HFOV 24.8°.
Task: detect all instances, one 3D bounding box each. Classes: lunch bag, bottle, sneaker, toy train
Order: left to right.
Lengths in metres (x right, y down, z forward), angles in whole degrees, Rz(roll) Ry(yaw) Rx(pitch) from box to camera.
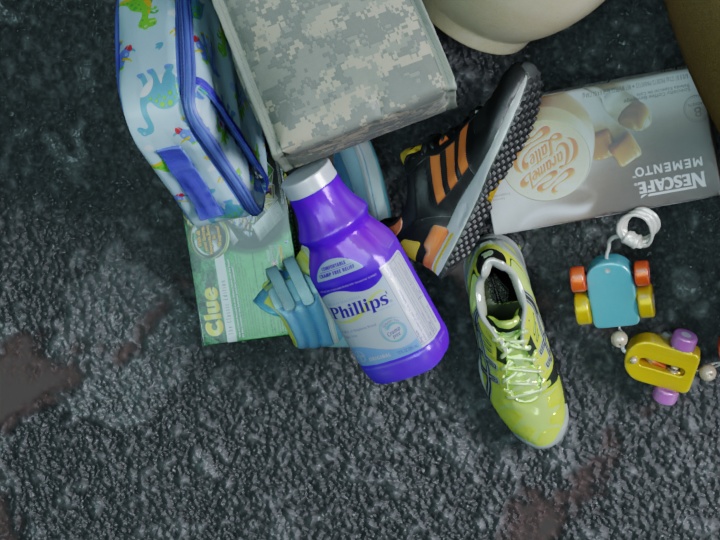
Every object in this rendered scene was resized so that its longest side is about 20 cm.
[{"bbox_3d":[-0.141,-0.138,1.402,0.082,0.200,0.162,-11,60,12],"label":"lunch bag"},{"bbox_3d":[-0.037,-0.021,1.472,0.130,0.080,0.201,-7,96,-7],"label":"sneaker"},{"bbox_3d":[-0.030,-0.204,1.340,0.163,0.118,0.201,-21,86,2],"label":"lunch bag"},{"bbox_3d":[0.000,0.000,1.404,0.083,0.065,0.201,-17,112,31],"label":"bottle"},{"bbox_3d":[0.079,-0.096,1.383,0.090,0.070,0.201,30,113,15],"label":"sneaker"},{"bbox_3d":[0.133,0.068,1.469,0.075,0.076,0.201,-19,95,10],"label":"sneaker"},{"bbox_3d":[0.280,0.031,1.436,0.200,0.056,0.150,40,116,-8],"label":"toy train"}]

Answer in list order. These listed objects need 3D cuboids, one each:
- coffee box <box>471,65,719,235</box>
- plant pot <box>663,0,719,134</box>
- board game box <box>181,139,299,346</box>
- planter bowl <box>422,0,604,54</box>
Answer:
[{"bbox_3d":[0.207,-0.106,1.428,0.199,0.080,0.115,-9,97,12],"label":"coffee box"},{"bbox_3d":[0.333,-0.186,1.300,0.185,0.187,0.201,-6,60,11],"label":"plant pot"},{"bbox_3d":[-0.112,-0.035,1.527,0.104,0.023,0.201,-7,96,9],"label":"board game box"},{"bbox_3d":[0.121,-0.270,1.381,0.200,0.200,0.135,37,130,3],"label":"planter bowl"}]
